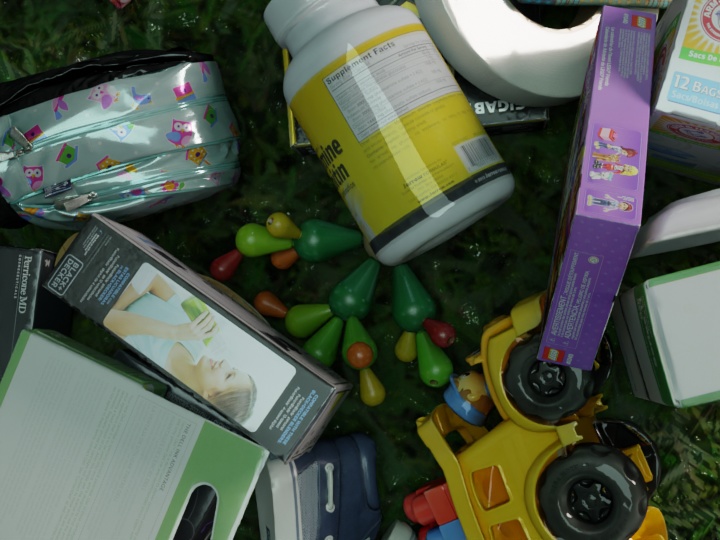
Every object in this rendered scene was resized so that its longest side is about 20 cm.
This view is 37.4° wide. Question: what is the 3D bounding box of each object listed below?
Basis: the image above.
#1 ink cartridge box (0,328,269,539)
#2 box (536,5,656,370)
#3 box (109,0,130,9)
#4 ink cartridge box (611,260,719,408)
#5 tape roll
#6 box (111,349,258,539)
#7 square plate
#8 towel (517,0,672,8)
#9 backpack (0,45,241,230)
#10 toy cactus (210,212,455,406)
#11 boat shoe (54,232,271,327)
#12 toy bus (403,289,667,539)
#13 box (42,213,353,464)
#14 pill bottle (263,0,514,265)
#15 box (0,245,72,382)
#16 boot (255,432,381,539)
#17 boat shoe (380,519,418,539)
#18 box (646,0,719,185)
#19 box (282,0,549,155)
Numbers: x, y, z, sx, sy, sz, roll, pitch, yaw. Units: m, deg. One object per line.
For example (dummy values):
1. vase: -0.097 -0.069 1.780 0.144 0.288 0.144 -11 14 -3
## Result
1. ink cartridge box: -0.169 0.144 0.730 0.200 0.048 0.146 23 90 13
2. box: 0.154 -0.056 0.691 0.039 0.137 0.200 11 49 7
3. box: -0.229 -0.321 0.839 0.100 0.095 0.200 -40 84 3
4. ink cartridge box: 0.257 0.035 0.722 0.146 0.200 0.083 -15 83 5
5. tape roll: 0.131 -0.221 0.778 0.202 0.037 0.204 2 84 -23
6. box: -0.167 0.172 0.810 0.122 0.106 0.200 29 92 8
7. square plate: 0.278 -0.044 0.721 0.199 0.198 0.029 -13 86 6
8. towel: 0.195 -0.264 0.778 0.199 0.022 0.147 -5 87 -25
9. backpack: -0.192 -0.098 0.809 0.199 0.167 0.127 -14 103 3
10. toy cactus: 0.000 0.000 0.813 0.200 0.102 0.165 32 82 15
11. boat shoe: -0.140 0.031 0.830 0.200 0.069 0.071 31 88 12
12. toy bus: 0.108 0.133 0.780 0.192 0.136 0.201 -23 85 22
13. box: -0.105 0.047 0.731 0.200 0.117 0.060 35 88 8
14. pill bottle: 0.015 -0.113 0.750 0.112 0.112 0.200 -30 85 5
15. box: -0.313 0.077 0.844 0.141 0.079 0.201 6 88 10
16. boot: -0.027 0.224 0.812 0.090 0.073 0.201 -7 106 -21
17. boat shoe: 0.015 0.289 0.807 0.071 0.070 0.201 21 97 5
18. box: 0.251 -0.125 0.726 0.112 0.200 0.102 17 90 7
19. box: 0.040 -0.181 0.829 0.199 0.049 0.160 -5 86 6
